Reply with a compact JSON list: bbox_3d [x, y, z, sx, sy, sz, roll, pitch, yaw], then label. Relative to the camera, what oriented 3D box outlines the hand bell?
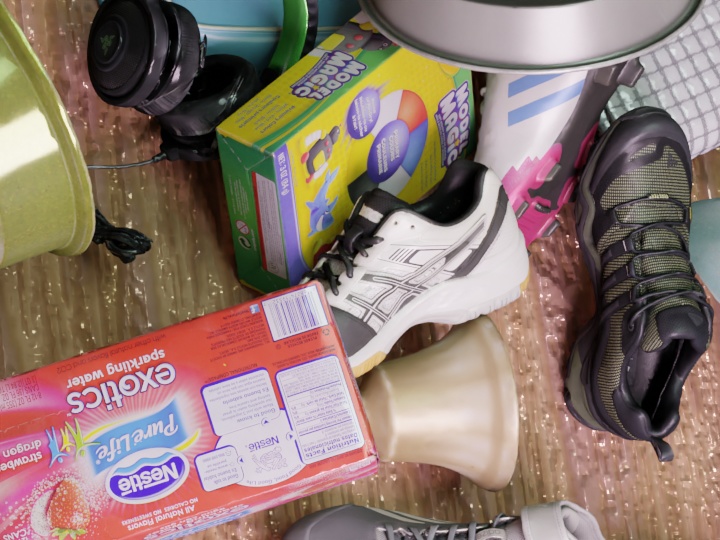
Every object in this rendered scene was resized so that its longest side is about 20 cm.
[{"bbox_3d":[-0.023,0.084,1.664,0.200,0.104,0.104,-7,75,-17],"label":"hand bell"}]

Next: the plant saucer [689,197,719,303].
[{"bbox_3d":[0.284,0.011,1.812,0.201,0.039,0.201,29,26,-16],"label":"plant saucer"}]

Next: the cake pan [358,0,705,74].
[{"bbox_3d":[0.097,-0.176,1.691,0.200,0.037,0.200,-1,35,1],"label":"cake pan"}]

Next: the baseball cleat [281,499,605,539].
[{"bbox_3d":[0.057,0.152,1.655,0.200,0.106,0.070,10,54,-31],"label":"baseball cleat"}]

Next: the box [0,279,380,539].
[{"bbox_3d":[-0.098,0.086,1.549,0.200,0.095,0.100,-18,81,-1],"label":"box"}]

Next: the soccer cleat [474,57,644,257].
[{"bbox_3d":[0.100,-0.093,1.755,0.086,0.200,0.070,37,15,26],"label":"soccer cleat"}]

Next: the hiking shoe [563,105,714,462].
[{"bbox_3d":[0.175,0.007,1.735,0.076,0.101,0.200,-5,107,-28],"label":"hiking shoe"}]

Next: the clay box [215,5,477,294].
[{"bbox_3d":[0.004,-0.082,1.708,0.048,0.115,0.200,26,51,32],"label":"clay box"}]

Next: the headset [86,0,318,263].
[{"bbox_3d":[-0.094,-0.099,1.656,0.200,0.094,0.124,-54,131,-5],"label":"headset"}]

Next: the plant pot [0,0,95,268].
[{"bbox_3d":[-0.268,-0.050,1.513,0.190,0.200,0.200,-32,89,-23],"label":"plant pot"}]

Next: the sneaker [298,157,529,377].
[{"bbox_3d":[0.000,0.000,1.655,0.200,0.076,0.088,-27,119,-28],"label":"sneaker"}]

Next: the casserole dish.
[{"bbox_3d":[-0.060,-0.175,1.751,0.200,0.039,0.121,-3,73,-29],"label":"casserole dish"}]

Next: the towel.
[{"bbox_3d":[0.162,-0.156,1.843,0.166,0.086,0.200,-26,85,-29],"label":"towel"}]
